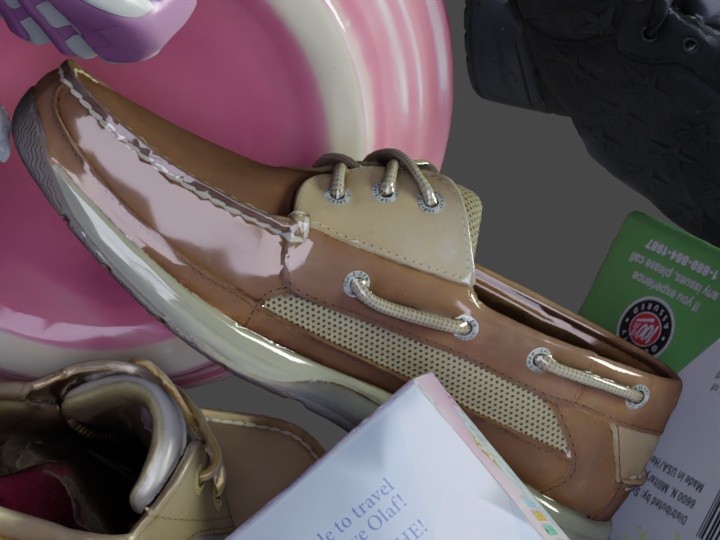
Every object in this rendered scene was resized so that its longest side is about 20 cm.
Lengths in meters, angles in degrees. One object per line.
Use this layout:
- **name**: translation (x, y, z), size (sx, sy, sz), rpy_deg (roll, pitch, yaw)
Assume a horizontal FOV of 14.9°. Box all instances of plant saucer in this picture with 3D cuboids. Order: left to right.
- **plant saucer**: translation (-0.072, -0.045, 0.757), size (0.199, 0.051, 0.202), rpy_deg (-1, 119, -3)

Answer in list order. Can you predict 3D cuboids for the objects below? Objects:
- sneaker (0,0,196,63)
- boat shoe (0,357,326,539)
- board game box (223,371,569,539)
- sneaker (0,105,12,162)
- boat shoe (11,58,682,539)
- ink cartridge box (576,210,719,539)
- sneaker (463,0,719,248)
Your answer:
- **sneaker**: translation (-0.106, -0.133, 0.676), size (0.200, 0.081, 0.089), rpy_deg (40, 79, 19)
- **boat shoe**: translation (-0.069, 0.060, 0.742), size (0.074, 0.199, 0.069), rpy_deg (48, 121, 27)
- **board game box**: translation (0.004, 0.165, 0.679), size (0.200, 0.043, 0.199), rpy_deg (-40, 87, 6)
- **sneaker**: translation (-0.180, 0.010, 0.674), size (0.099, 0.069, 0.201), rpy_deg (43, 71, -30)
- **boat shoe**: translation (0.000, 0.000, 0.722), size (0.200, 0.076, 0.072), rpy_deg (35, 100, -21)
- **ink cartridge box**: translation (0.098, 0.104, 0.769), size (0.084, 0.145, 0.201), rpy_deg (25, 92, -37)
- **sneaker**: translation (0.082, -0.086, 0.761), size (0.104, 0.200, 0.060), rpy_deg (19, 55, 20)
